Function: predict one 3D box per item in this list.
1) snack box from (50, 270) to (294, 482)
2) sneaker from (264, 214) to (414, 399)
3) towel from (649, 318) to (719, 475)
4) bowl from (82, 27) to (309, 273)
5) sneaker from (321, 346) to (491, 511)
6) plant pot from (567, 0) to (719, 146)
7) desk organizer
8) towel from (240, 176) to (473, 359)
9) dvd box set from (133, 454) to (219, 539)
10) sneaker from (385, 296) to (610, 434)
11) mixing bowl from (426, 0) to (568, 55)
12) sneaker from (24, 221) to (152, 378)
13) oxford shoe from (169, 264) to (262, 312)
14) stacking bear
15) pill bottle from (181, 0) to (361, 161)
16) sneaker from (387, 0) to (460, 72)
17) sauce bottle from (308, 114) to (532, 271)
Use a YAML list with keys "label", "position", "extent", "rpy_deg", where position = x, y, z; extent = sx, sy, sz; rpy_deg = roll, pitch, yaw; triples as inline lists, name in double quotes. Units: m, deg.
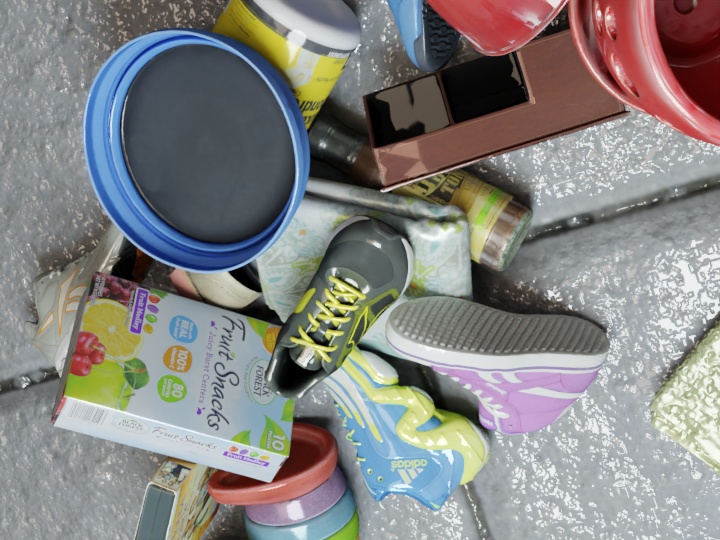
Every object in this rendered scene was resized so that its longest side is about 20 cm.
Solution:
- label: "snack box"
  position: [-0.158, 0.093, 1.182]
  extent: [0.200, 0.142, 0.053]
  rpy_deg: [18, 137, -15]
- label: "sneaker"
  position: [-0.018, 0.039, 1.088]
  extent: [0.074, 0.085, 0.200]
  rpy_deg: [29, 135, -1]
- label: "towel"
  position: [0.339, 0.090, 1.076]
  extent: [0.148, 0.036, 0.200]
  rpy_deg: [37, 118, 9]
- label: "bowl"
  position: [-0.132, -0.098, 1.087]
  extent: [0.201, 0.039, 0.201]
  rpy_deg: [8, 111, 23]
- label: "sneaker"
  position: [0.012, 0.140, 1.188]
  extent: [0.200, 0.076, 0.105]
  rpy_deg: [31, 77, 10]
- label: "plant pot"
  position: [0.253, -0.187, 0.919]
  extent: [0.200, 0.183, 0.200]
  rpy_deg: [-1, 101, -8]
- label: "desk organizer"
  position: [0.102, -0.130, 1.054]
  extent: [0.200, 0.072, 0.077]
  rpy_deg: [-17, 96, 7]
- label: "towel"
  position: [0.000, 0.000, 1.144]
  extent: [0.200, 0.048, 0.171]
  rpy_deg: [12, 142, 19]
- label: "dvd box set"
  position: [-0.161, 0.210, 1.235]
  extent: [0.029, 0.200, 0.146]
  rpy_deg: [18, 112, 7]
- label: "sneaker"
  position: [0.101, 0.090, 1.113]
  extent: [0.200, 0.073, 0.114]
  rpy_deg: [10, 127, -21]
- label: "mixing bowl"
  position: [0.088, -0.268, 0.962]
  extent: [0.108, 0.200, 0.200]
  rpy_deg: [21, 120, -24]
- label: "sneaker"
  position: [-0.272, 0.013, 1.294]
  extent: [0.092, 0.076, 0.200]
  rpy_deg: [37, 116, 13]
- label: "oxford shoe"
  position: [-0.155, -0.051, 1.228]
  extent: [0.075, 0.070, 0.200]
  rpy_deg: [-21, 108, 24]
- label: "stacking bear"
  position: [-0.053, 0.257, 1.261]
  extent: [0.114, 0.121, 0.200]
  rpy_deg: [-6, 113, 20]
- label: "pill bottle"
  position: [-0.092, -0.151, 1.139]
  extent: [0.112, 0.112, 0.200]
  rpy_deg: [38, 117, 8]
- label: "sneaker"
  position: [0.034, -0.261, 1.083]
  extent: [0.078, 0.066, 0.200]
  rpy_deg: [3, 108, 35]
- label: "sauce bottle"
  position: [0.046, -0.070, 1.133]
  extent: [0.200, 0.065, 0.065]
  rpy_deg: [28, 115, 11]
